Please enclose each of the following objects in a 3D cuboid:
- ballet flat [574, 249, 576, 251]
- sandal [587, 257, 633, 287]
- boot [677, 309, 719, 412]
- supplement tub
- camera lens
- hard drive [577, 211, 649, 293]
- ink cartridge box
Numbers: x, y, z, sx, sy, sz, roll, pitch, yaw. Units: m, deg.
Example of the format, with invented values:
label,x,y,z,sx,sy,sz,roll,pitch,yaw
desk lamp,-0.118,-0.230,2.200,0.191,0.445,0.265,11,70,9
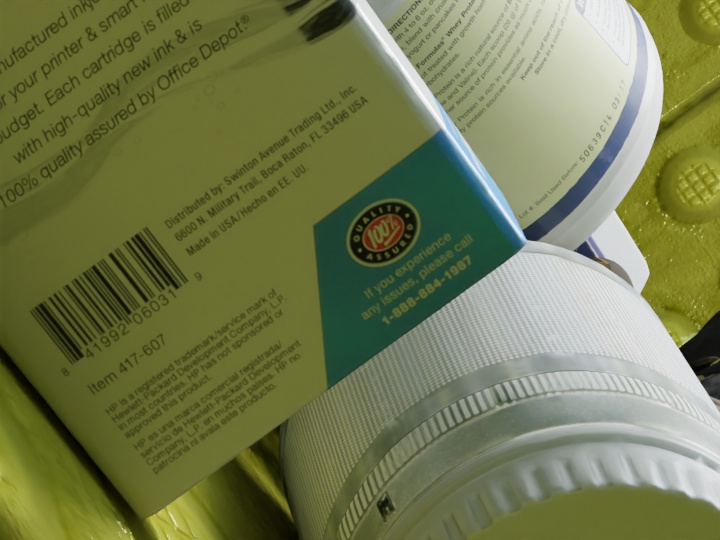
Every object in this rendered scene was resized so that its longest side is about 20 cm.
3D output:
label,x,y,z,sx,sy,sz,roll,pitch,yaw
ballet flat,0.066,-0.017,1.040,0.068,0.201,0.075,36,-20,-19
sandal,0.120,0.044,1.211,0.200,0.054,0.082,96,-16,-67
boot,0.147,0.060,1.090,0.073,0.151,0.200,46,-29,1
supplement tub,0.008,-0.099,0.957,0.200,0.145,0.145,43,12,-37
camera lens,0.059,0.092,0.893,0.160,0.160,0.200,52,6,-24
hard drive,0.045,-0.047,1.341,0.199,0.025,0.132,20,-17,32
ink cartridge box,-0.067,-0.053,0.757,0.201,0.146,0.084,54,7,-15
